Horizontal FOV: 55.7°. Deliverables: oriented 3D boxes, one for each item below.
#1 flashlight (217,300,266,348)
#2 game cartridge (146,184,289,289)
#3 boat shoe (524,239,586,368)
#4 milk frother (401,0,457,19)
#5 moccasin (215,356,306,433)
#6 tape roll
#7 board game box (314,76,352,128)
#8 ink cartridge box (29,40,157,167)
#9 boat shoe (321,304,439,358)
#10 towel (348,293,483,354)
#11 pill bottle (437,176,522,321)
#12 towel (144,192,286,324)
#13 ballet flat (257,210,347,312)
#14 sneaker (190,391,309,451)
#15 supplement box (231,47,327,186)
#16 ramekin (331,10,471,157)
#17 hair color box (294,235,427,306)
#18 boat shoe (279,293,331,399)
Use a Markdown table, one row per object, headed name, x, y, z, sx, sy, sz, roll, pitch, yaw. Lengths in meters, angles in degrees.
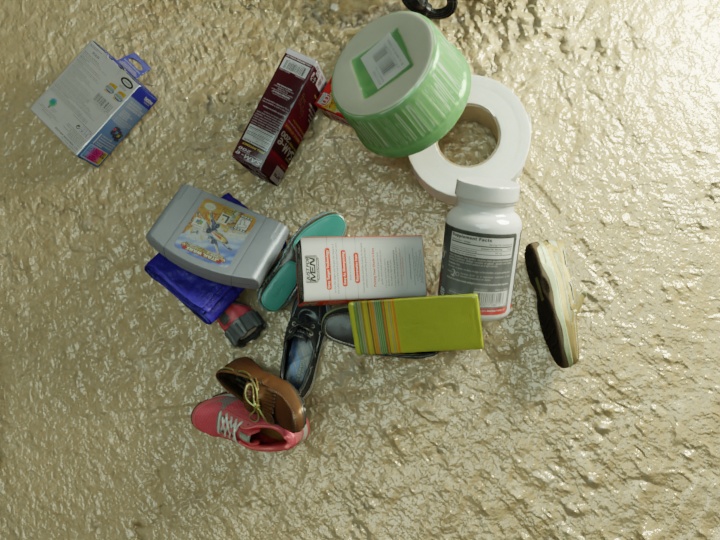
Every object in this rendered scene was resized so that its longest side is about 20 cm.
| name | x | y | z | sx | sy | sz | roll | pitch | yaw |
| --- | --- | --- | --- | --- | --- | --- | --- | --- | --- |
| flashlight | -0.240 | 0.034 | 1.146 | 0.068 | 0.068 | 0.200 | -32 | 73 | -22 |
| game cartridge | -0.229 | -0.051 | 1.085 | 0.199 | 0.042 | 0.134 | 22 | 54 | 6 |
| boat shoe | 0.318 | 0.047 | 1.058 | 0.075 | 0.072 | 0.202 | -10 | 82 | -9 |
| milk frother | 0.172 | -0.537 | 1.127 | 0.199 | 0.181 | 0.189 | 3 | 44 | 37 |
| moccasin | -0.156 | 0.194 | 1.057 | 0.201 | 0.077 | 0.074 | 31 | 125 | 40 |
| tape roll | 0.174 | -0.209 | 1.108 | 0.200 | 0.071 | 0.205 | -1 | 82 | 9 |
| board game box | 0.037 | -0.295 | 1.110 | 0.199 | 0.046 | 0.152 | 32 | 88 | 39 |
| ink cartridge box | -0.463 | -0.308 | 1.215 | 0.136 | 0.076 | 0.200 | 43 | 92 | 11 |
| boat shoe | 0.034 | 0.097 | 1.080 | 0.198 | 0.065 | 0.074 | 5 | 97 | 3 |
| towel | 0.081 | 0.081 | 1.020 | 0.198 | 0.018 | 0.087 | -5 | 103 | 18 |
| pill bottle | 0.182 | -0.035 | 1.030 | 0.115 | 0.116 | 0.202 | 7 | 106 | 9 |
| towel | -0.233 | -0.027 | 1.113 | 0.147 | 0.050 | 0.200 | 38 | 61 | 7 |
| ballet flat | -0.101 | -0.020 | 1.126 | 0.074 | 0.074 | 0.200 | 42 | 86 | 11 |
| sneaker | -0.184 | 0.245 | 1.088 | 0.198 | 0.087 | 0.074 | 6 | 99 | 9 |
| supplement box | -0.130 | -0.253 | 1.141 | 0.061 | 0.109 | 0.201 | 27 | 88 | 11 |
| ramekin | 0.053 | -0.277 | 0.999 | 0.199 | 0.098 | 0.202 | -14 | 62 | 28 |
| hair color box | 0.000 | 0.000 | 1.077 | 0.198 | 0.061 | 0.103 | -1 | 81 | -15 |
| boat shoe | -0.096 | 0.113 | 1.109 | 0.069 | 0.066 | 0.202 | 13 | 85 | 9 |
